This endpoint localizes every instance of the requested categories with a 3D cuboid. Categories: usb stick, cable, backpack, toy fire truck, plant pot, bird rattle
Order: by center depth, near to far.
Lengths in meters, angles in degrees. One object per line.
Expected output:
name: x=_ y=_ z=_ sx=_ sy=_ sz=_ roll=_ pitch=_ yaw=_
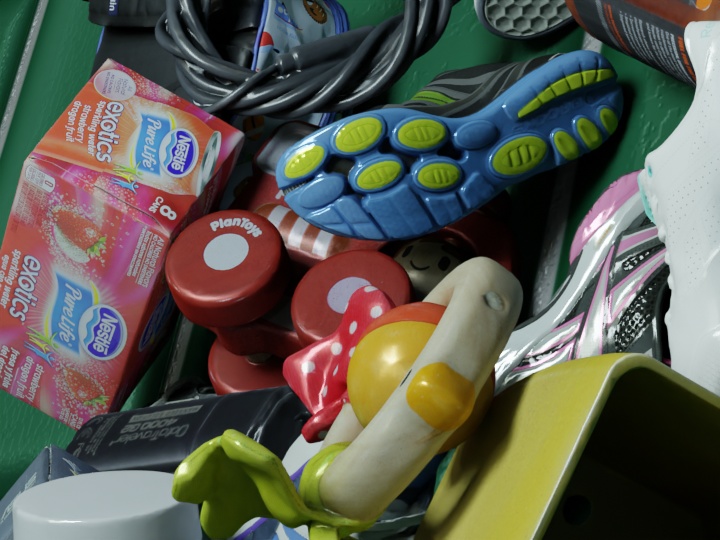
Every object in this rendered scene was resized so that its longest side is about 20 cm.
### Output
plant pot: x=0.106 y=0.153 z=0.940 sx=0.201 sy=0.199 sz=0.176 roll=-64 pitch=20 yaw=-4
bird rattle: x=0.020 y=0.062 z=0.976 sx=0.163 sy=0.113 sz=0.200 roll=-46 pitch=1 yaw=38
toy fire truck: x=0.000 y=0.000 z=1.238 sx=0.199 sy=0.112 sz=0.168 roll=18 pitch=58 yaw=29
usb stick: x=-0.100 y=0.095 z=1.242 sx=0.199 sy=0.033 sz=0.056 roll=-12 pitch=38 yaw=50
cable: x=-0.027 y=-0.164 z=1.300 sx=0.163 sy=0.051 sz=0.201 roll=31 pitch=79 yaw=13
backpack: x=-0.090 y=-0.102 z=1.406 sx=0.190 sy=0.153 sz=0.202 roll=-19 pitch=59 yaw=53

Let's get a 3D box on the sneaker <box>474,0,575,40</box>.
sneaker: x=0.122 y=-0.240 z=1.302 sx=0.203 sy=0.077 sz=0.146 roll=-56 pitch=24 yaw=21

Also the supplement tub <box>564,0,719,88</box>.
supplement tub: x=0.188 y=-0.136 z=1.107 sx=0.107 sy=0.107 sz=0.200 roll=-58 pitch=34 yaw=4

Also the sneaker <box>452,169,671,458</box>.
sneaker: x=0.120 y=0.050 z=1.092 sx=0.086 sy=0.080 sz=0.201 roll=33 pitch=99 yaw=45

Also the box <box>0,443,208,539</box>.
box: x=-0.169 y=0.216 z=1.266 sx=0.200 sy=0.157 sz=0.051 roll=-51 pitch=21 yaw=15

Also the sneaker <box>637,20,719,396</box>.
sneaker: x=0.161 y=-0.016 z=1.032 sx=0.088 sy=0.075 sz=0.201 roll=20 pitch=106 yaw=32

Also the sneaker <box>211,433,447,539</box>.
sneaker: x=0.000 y=0.163 z=1.136 sx=0.200 sy=0.080 sz=0.147 roll=-42 pitch=56 yaw=43

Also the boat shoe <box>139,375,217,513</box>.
boat shoe: x=-0.096 y=0.097 z=1.337 sx=0.199 sy=0.073 sz=0.068 roll=-11 pitch=49 yaw=56

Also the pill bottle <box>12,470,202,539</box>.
pill bottle: x=-0.124 y=0.212 z=1.168 sx=0.113 sy=0.113 sz=0.202 roll=11 pitch=107 yaw=55

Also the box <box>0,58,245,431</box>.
box: x=-0.149 y=-0.008 z=1.309 sx=0.100 sy=0.095 sz=0.201 roll=-57 pitch=-5 yaw=-43

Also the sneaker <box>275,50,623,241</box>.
sneaker: x=0.046 y=-0.066 z=1.211 sx=0.083 sy=0.199 sz=0.071 roll=6 pitch=115 yaw=66
